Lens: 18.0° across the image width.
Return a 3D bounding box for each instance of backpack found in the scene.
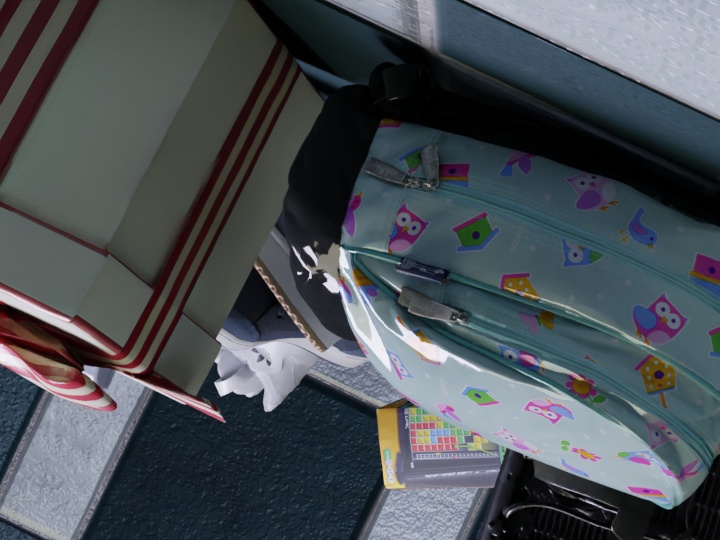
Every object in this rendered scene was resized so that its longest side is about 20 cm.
[{"bbox_3d":[0.077,0.010,0.945,0.199,0.127,0.167,21,172,23],"label":"backpack"}]

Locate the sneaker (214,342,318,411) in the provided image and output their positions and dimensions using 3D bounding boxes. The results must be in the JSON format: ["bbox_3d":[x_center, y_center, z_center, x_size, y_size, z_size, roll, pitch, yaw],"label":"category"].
[{"bbox_3d":[-0.045,0.025,1.545,0.075,0.115,0.200,45,-166,-3],"label":"sneaker"}]

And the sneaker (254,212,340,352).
[{"bbox_3d":[-0.033,-0.069,1.167,0.200,0.108,0.070,56,-177,6],"label":"sneaker"}]

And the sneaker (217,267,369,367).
[{"bbox_3d":[0.000,-0.002,1.271,0.146,0.077,0.202,-18,163,32],"label":"sneaker"}]

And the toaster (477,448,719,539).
[{"bbox_3d":[0.175,0.102,1.243,0.180,0.201,0.119,16,177,19],"label":"toaster"}]

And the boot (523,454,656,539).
[{"bbox_3d":[0.095,0.037,1.117,0.077,0.139,0.200,27,178,-35],"label":"boot"}]

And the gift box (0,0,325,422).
[{"bbox_3d":[-0.128,-0.040,1.054,0.184,0.187,0.200,24,170,25],"label":"gift box"}]

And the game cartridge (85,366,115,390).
[{"bbox_3d":[-0.178,-0.042,1.424,0.133,0.201,0.041,25,-174,24],"label":"game cartridge"}]

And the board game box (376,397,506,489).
[{"bbox_3d":[0.126,0.095,1.472,0.165,0.057,0.200,-5,-176,25],"label":"board game box"}]
